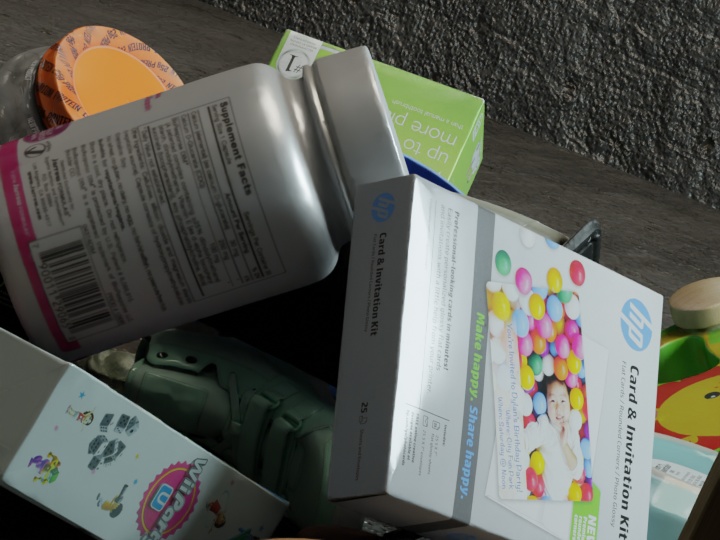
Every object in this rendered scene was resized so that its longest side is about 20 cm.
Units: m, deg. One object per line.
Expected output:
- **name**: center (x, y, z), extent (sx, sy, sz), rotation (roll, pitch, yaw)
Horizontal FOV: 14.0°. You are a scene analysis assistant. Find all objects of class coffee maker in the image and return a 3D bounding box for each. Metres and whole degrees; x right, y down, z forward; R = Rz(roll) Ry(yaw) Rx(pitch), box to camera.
- **coffee maker**: center (0.000, 0.000, 1.548), extent (0.199, 0.135, 0.192), rotation (26, 13, 21)

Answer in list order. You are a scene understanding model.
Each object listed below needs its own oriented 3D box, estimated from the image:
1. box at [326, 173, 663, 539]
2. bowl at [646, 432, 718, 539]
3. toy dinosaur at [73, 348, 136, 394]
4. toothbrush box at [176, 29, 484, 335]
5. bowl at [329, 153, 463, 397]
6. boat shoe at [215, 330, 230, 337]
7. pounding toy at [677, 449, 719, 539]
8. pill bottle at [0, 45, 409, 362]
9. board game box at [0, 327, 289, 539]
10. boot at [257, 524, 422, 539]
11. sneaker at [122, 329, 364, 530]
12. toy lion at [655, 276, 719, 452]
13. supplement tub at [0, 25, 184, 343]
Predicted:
- **box**: center (0.069, 0.059, 1.421), extent (0.041, 0.157, 0.200), rotation (-10, -24, 39)
- **bowl**: center (0.165, 0.152, 1.553), extent (0.200, 0.105, 0.201), rotation (19, 9, -3)
- **toy dinosaur**: center (-0.105, 0.065, 1.697), extent (0.199, 0.048, 0.088), rotation (25, 29, 20)
- **toothbrush box**: center (-0.021, -0.036, 1.927), extent (0.145, 0.201, 0.086), rotation (21, -23, 11)
- **bowl**: center (-0.001, 0.000, 1.758), extent (0.200, 0.039, 0.201), rotation (18, 41, -16)
- **boat shoe**: center (-0.072, 0.009, 1.803), extent (0.062, 0.073, 0.201), rotation (-2, 53, -20)
- **pounding toy**: center (0.185, 0.197, 1.197), extent (0.142, 0.201, 0.184), rotation (17, 24, -9)
- **pill bottle**: center (-0.077, -0.035, 1.449), extent (0.199, 0.114, 0.113), rotation (-18, 11, 2)
- **board game box**: center (-0.145, 0.074, 1.349), extent (0.147, 0.064, 0.200), rotation (26, -8, 34)
- **boot**: center (-0.005, 0.154, 1.371), extent (0.199, 0.073, 0.166), rotation (18, 3, -24)
- **sneaker**: center (-0.066, 0.091, 1.558), extent (0.118, 0.074, 0.200), rotation (7, 19, -19)
- **toy lion**: center (0.216, 0.075, 1.713), extent (0.191, 0.069, 0.200), rotation (-29, 22, -35)
- **supplement tub**: center (-0.182, -0.039, 1.603), extent (0.122, 0.200, 0.123), rotation (27, 43, -29)
